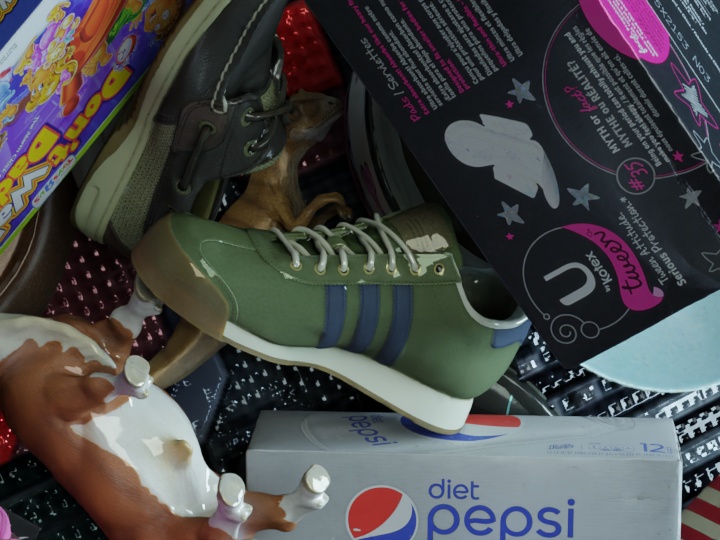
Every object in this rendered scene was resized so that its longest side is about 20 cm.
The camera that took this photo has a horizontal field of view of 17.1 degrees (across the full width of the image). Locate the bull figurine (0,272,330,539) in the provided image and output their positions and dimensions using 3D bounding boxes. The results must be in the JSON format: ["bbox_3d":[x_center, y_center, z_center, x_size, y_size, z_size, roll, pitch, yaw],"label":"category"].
[{"bbox_3d":[-0.109,0.066,1.048,0.200,0.121,0.065,47,50,-18],"label":"bull figurine"}]

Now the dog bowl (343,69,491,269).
[{"bbox_3d":[0.081,-0.073,1.192,0.200,0.074,0.201,3,83,-23],"label":"dog bowl"}]

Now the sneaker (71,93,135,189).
[{"bbox_3d":[-0.082,-0.107,1.109,0.075,0.100,0.200,14,85,-29],"label":"sneaker"}]

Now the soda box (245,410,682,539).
[{"bbox_3d":[0.048,0.106,1.113,0.200,0.063,0.068,1,104,4],"label":"soda box"}]

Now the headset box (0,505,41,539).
[{"bbox_3d":[-0.263,0.128,1.024,0.200,0.077,0.149,31,73,-16],"label":"headset box"}]

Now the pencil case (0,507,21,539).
[{"bbox_3d":[-0.121,0.190,0.992,0.091,0.094,0.200,-38,107,2],"label":"pencil case"}]

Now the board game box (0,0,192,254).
[{"bbox_3d":[-0.131,-0.093,0.968,0.045,0.134,0.200,37,83,14],"label":"board game box"}]

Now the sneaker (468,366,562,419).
[{"bbox_3d":[0.074,0.107,1.169,0.200,0.075,0.079,42,73,-13],"label":"sneaker"}]

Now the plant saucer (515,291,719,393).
[{"bbox_3d":[0.138,-0.041,1.152,0.201,0.039,0.201,3,83,-23],"label":"plant saucer"}]

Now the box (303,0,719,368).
[{"bbox_3d":[0.090,-0.085,1.031,0.200,0.115,0.132,55,30,-9],"label":"box"}]

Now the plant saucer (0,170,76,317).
[{"bbox_3d":[-0.221,-0.038,1.083,0.200,0.034,0.201,2,85,-23],"label":"plant saucer"}]

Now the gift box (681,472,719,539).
[{"bbox_3d":[0.249,0.179,1.142,0.185,0.200,0.187,-46,126,-23],"label":"gift box"}]

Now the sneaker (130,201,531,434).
[{"bbox_3d":[0.000,0.000,1.042,0.200,0.067,0.090,26,113,-39],"label":"sneaker"}]

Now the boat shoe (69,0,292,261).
[{"bbox_3d":[-0.060,-0.069,1.020,0.066,0.201,0.072,36,44,0],"label":"boat shoe"}]

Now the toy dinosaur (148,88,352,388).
[{"bbox_3d":[-0.058,0.010,1.139,0.106,0.060,0.200,32,82,-11],"label":"toy dinosaur"}]
